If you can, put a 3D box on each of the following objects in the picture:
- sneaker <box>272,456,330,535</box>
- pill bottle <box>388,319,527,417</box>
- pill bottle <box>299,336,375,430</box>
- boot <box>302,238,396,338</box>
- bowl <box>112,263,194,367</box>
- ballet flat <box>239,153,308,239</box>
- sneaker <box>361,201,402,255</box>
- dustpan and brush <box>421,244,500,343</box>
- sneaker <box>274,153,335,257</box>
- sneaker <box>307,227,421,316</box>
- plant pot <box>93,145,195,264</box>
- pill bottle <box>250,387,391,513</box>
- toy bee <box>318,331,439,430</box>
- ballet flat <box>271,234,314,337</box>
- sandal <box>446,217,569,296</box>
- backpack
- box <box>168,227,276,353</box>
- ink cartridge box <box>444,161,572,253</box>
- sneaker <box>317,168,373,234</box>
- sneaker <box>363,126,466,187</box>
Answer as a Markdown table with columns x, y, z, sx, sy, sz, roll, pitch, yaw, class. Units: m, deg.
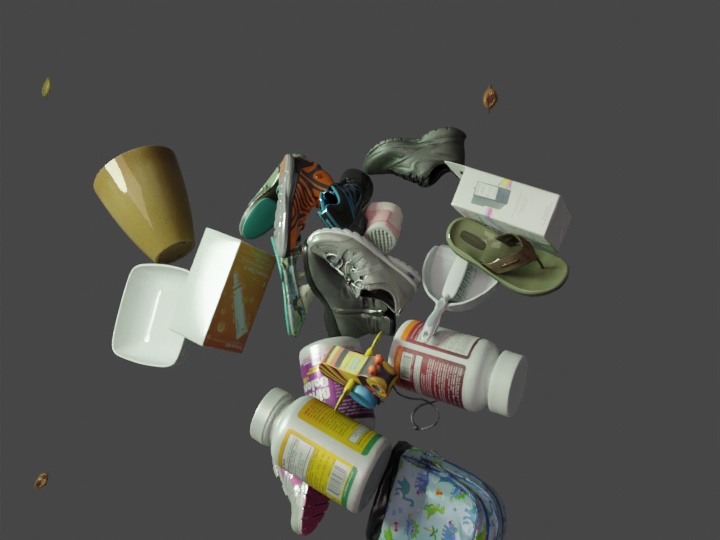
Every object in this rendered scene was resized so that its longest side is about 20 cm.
| x | y | z | sx | sy | sz | roll | pitch | yaw | class |
| --- | --- | --- | --- | --- | --- | --- | --- | --- | --- |
| -0.104 | 0.343 | 1.079 | 0.086 | 0.081 | 0.205 | -12 | 64 | 26 | sneaker |
| 0.149 | 0.151 | 0.972 | 0.196 | 0.109 | 0.112 | 14 | 83 | 30 | pill bottle |
| -0.035 | 0.223 | 1.049 | 0.110 | 0.112 | 0.205 | -21 | 68 | 21 | pill bottle |
| -0.014 | 0.025 | 1.084 | 0.129 | 0.070 | 0.204 | -13 | 110 | 23 | boot |
| -0.404 | 0.095 | 1.299 | 0.196 | 0.074 | 0.205 | 6 | 80 | 30 | bowl |
| -0.173 | -0.150 | 1.255 | 0.200 | 0.074 | 0.074 | -47 | 61 | 7 | ballet flat |
| 0.004 | -0.051 | 1.131 | 0.199 | 0.075 | 0.106 | -34 | 23 | 40 | sneaker |
| 0.143 | 0.037 | 0.996 | 0.137 | 0.058 | 0.203 | 14 | 64 | 28 | dustpan and brush |
| -0.096 | -0.116 | 1.160 | 0.077 | 0.109 | 0.205 | 144 | 133 | -63 | sneaker |
| 0.000 | 0.000 | 1.008 | 0.196 | 0.075 | 0.083 | 26 | 64 | 1 | sneaker |
| -0.432 | -0.123 | 1.325 | 0.185 | 0.186 | 0.203 | -34 | 76 | 15 | plant pot |
| -0.062 | 0.257 | 0.931 | 0.197 | 0.113 | 0.115 | 24 | 88 | 19 | pill bottle |
| 0.017 | 0.147 | 0.931 | 0.195 | 0.110 | 0.133 | 0 | 53 | 19 | toy bee |
| -0.118 | 0.019 | 1.169 | 0.073 | 0.074 | 0.205 | -19 | 72 | 21 | ballet flat |
| 0.222 | -0.024 | 0.965 | 0.197 | 0.058 | 0.081 | 25 | 71 | 13 | sandal |
| 0.116 | 0.360 | 0.930 | 0.196 | 0.154 | 0.167 | 18 | 78 | 17 | backpack |
| -0.261 | 0.041 | 1.208 | 0.096 | 0.124 | 0.204 | 18 | 86 | 29 | box |
| 0.221 | -0.101 | 0.995 | 0.197 | 0.117 | 0.069 | 24 | 90 | 30 | ink cartridge box |
| -0.027 | -0.132 | 1.106 | 0.073 | 0.082 | 0.202 | -35 | 28 | 26 | sneaker |
| 0.093 | -0.189 | 1.115 | 0.196 | 0.075 | 0.093 | -9 | 80 | 28 | sneaker |
